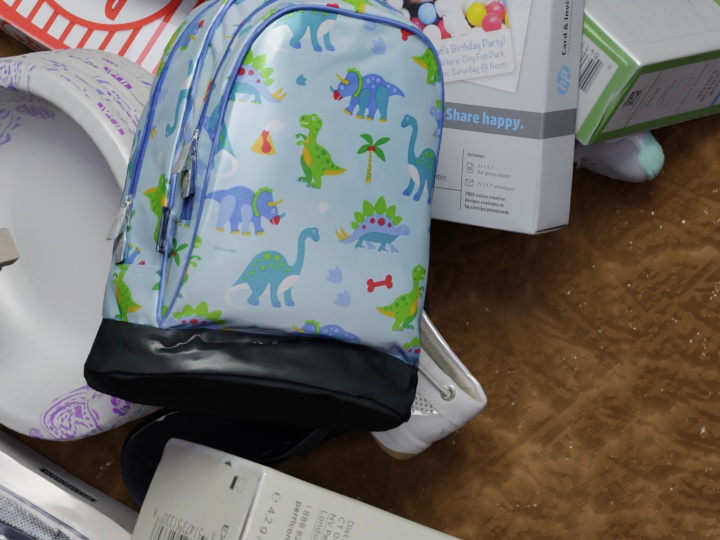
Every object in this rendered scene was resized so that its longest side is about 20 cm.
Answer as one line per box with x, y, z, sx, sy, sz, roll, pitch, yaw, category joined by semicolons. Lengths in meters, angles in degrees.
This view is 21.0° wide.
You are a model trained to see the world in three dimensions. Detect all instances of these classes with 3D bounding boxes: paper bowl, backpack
-0.146;-0.017;1.039;0.199;0.104;0.203;10;106;37;paper bowl
-0.034;-0.038;0.912;0.162;0.154;0.202;11;71;-19;backpack

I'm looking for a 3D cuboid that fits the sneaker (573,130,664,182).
0.058;-0.059;1.092;0.199;0.078;0.141;27;88;9;sneaker

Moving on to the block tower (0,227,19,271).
-0.252;0.017;1.027;0.054;0.200;0.058;-20;79;-42;block tower

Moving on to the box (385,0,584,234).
0.039;-0.129;1.002;0.155;0.041;0.202;11;103;32;box

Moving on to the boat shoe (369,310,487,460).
0.000;0.000;1.012;0.069;0.071;0.201;-28;105;20;boat shoe

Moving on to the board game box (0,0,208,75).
-0.124;-0.205;1.125;0.151;0.046;0.201;31;83;6;board game box

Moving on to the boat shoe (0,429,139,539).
-0.163;0.167;1.061;0.199;0.075;0.093;31;91;11;boat shoe

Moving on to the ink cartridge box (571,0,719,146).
0.155;-0.135;1.068;0.104;0.199;0.059;47;126;21;ink cartridge box

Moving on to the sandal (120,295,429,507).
-0.041;0.072;1.074;0.200;0.043;0.076;-37;99;-2;sandal

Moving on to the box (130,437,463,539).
-0.009;0.172;0.983;0.199;0.128;0.110;24;81;-26;box
